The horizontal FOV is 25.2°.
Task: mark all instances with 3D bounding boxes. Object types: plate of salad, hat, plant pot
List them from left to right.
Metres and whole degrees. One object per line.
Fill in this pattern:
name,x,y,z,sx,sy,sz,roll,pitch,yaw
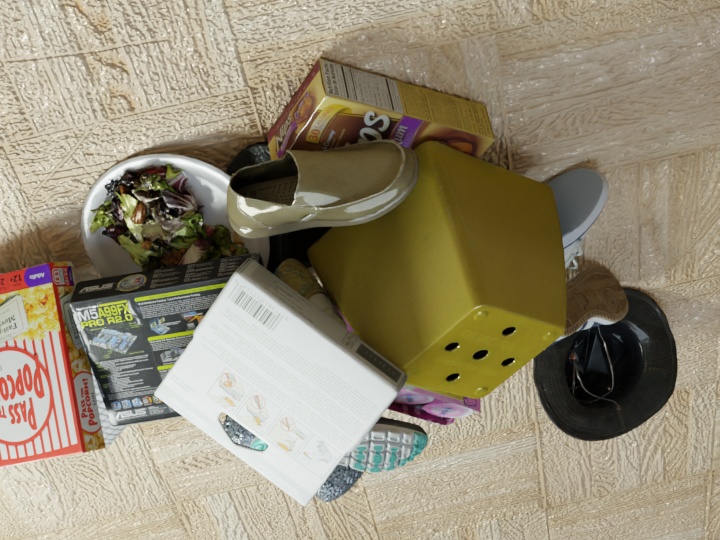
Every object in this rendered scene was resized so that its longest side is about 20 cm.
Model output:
plate of salad,-0.194,-0.029,1.668,0.200,0.048,0.200,4,124,6
plant pot,0.096,0.017,1.661,0.200,0.176,0.200,17,133,-41
hat,0.290,0.114,1.995,0.200,0.201,0.081,3,180,-20

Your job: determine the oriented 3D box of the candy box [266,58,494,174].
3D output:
candy box,0.020,-0.135,1.633,0.200,0.056,0.117,12,137,-27

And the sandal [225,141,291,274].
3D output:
sandal,-0.101,-0.049,1.696,0.075,0.048,0.201,9,121,15

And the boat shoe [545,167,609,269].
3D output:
boat shoe,0.213,-0.025,1.798,0.202,0.075,0.086,-51,145,13

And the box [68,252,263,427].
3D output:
box,-0.183,0.074,1.675,0.200,0.044,0.160,-10,119,8

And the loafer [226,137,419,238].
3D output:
loafer,-0.041,-0.083,1.575,0.200,0.076,0.067,-17,150,9

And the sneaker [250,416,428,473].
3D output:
sneaker,-0.024,0.168,1.783,0.200,0.091,0.078,5,136,-15

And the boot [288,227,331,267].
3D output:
boot,0.000,0.000,1.804,0.186,0.064,0.200,-18,148,12

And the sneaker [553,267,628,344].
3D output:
sneaker,0.228,0.056,1.892,0.108,0.070,0.200,-32,170,36

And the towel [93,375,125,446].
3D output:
towel,-0.338,0.120,1.840,0.200,0.086,0.166,16,136,-35

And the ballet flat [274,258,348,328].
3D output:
ballet flat,-0.039,0.083,1.679,0.071,0.071,0.200,-10,103,-3

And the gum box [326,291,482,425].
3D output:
gum box,0.050,0.094,1.804,0.200,0.114,0.066,19,149,-36

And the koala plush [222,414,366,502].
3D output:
koala plush,-0.046,0.126,1.891,0.177,0.184,0.200,32,108,-22

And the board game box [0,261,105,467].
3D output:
board game box,-0.357,0.103,1.695,0.151,0.200,0.046,-13,176,24

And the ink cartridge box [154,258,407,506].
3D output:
ink cartridge box,-0.081,0.114,1.615,0.200,0.044,0.174,37,117,0
